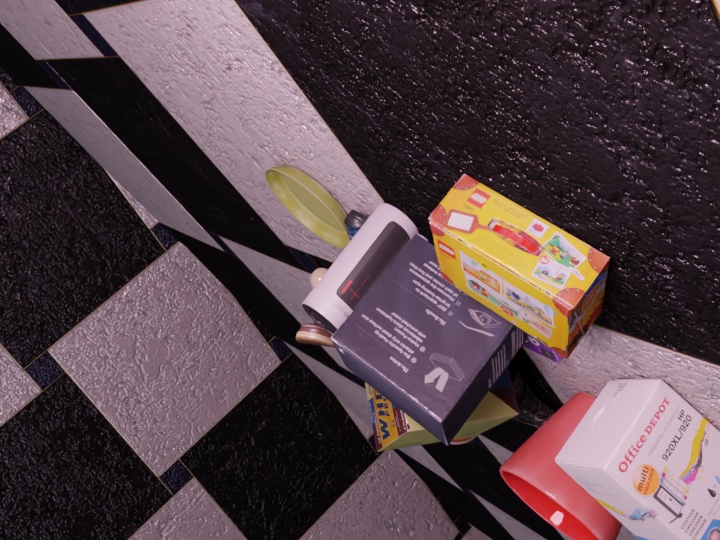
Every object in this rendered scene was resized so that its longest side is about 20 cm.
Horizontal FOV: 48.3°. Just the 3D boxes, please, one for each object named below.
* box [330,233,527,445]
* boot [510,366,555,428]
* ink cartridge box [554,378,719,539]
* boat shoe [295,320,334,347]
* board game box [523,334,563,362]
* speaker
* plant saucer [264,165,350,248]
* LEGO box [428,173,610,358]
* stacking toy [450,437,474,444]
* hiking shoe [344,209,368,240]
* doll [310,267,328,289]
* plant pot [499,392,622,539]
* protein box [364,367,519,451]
[{"bbox_3d":[0.100,0.094,1.122,0.195,0.201,0.118,34,164,25],"label":"box"},{"bbox_3d":[0.327,0.252,1.403,0.172,0.070,0.200,30,167,20],"label":"boot"},{"bbox_3d":[0.395,0.264,1.067,0.199,0.148,0.145,41,165,-3],"label":"ink cartridge box"},{"bbox_3d":[-0.047,0.085,1.299,0.071,0.074,0.199,5,178,23],"label":"boat shoe"},{"bbox_3d":[0.214,0.048,1.146,0.119,0.032,0.201,19,154,46],"label":"board game box"},{"bbox_3d":[0.000,0.000,1.199,0.081,0.201,0.081,35,165,11],"label":"speaker"},{"bbox_3d":[-0.085,-0.118,1.419,0.199,0.031,0.200,37,165,11],"label":"plant saucer"},{"bbox_3d":[0.187,-0.003,0.959,0.199,0.077,0.150,34,164,25],"label":"LEGO box"},{"bbox_3d":[0.205,0.248,1.624,0.145,0.146,0.201,36,147,15],"label":"stacking toy"},{"bbox_3d":[0.015,-0.017,1.342,0.074,0.087,0.201,28,161,37],"label":"hiking shoe"},{"bbox_3d":[0.015,0.026,1.309,0.196,0.049,0.137,4,149,-4],"label":"doll"},{"bbox_3d":[0.345,0.304,1.252,0.199,0.178,0.201,37,166,11],"label":"plant pot"},{"bbox_3d":[0.130,0.211,1.367,0.200,0.195,0.137,121,141,-65],"label":"protein box"}]
